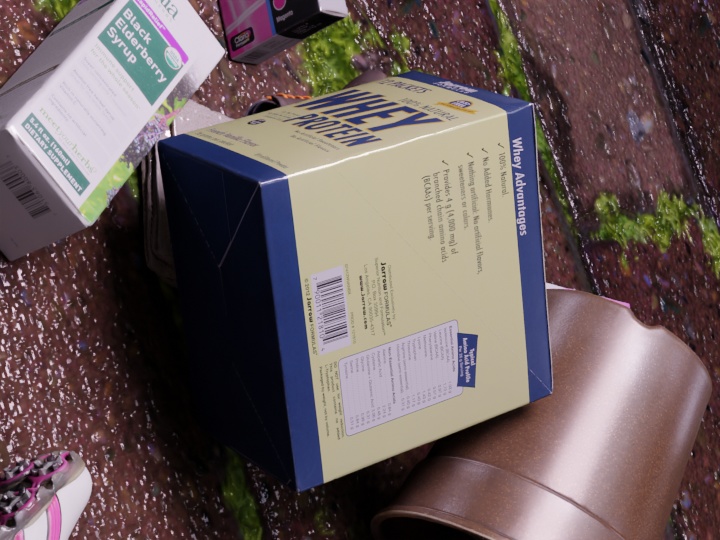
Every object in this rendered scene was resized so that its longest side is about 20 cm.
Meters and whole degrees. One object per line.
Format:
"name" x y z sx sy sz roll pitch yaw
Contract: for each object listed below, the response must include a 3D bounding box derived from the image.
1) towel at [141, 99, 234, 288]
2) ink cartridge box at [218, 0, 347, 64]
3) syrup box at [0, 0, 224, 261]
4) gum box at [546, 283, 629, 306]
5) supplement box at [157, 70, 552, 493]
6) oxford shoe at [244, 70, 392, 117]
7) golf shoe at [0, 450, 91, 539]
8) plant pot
"towel" -0.072 -0.038 1.315 0.199 0.034 0.134 17 61 -45
"ink cartridge box" -0.071 -0.260 1.371 0.037 0.094 0.202 4 70 -48
"syrup box" -0.172 -0.104 1.188 0.079 0.081 0.201 53 42 -20
"gum box" 0.141 0.075 1.488 0.199 0.066 0.115 13 62 -46
"supplement box" 0.000 0.000 1.197 0.198 0.134 0.202 -18 113 -29
"oxford shoe" -0.034 -0.100 1.310 0.073 0.071 0.200 54 39 -11
"golf shoe" -0.202 0.186 1.028 0.092 0.072 0.201 54 49 -24
"plant pot" 0.139 0.135 1.305 0.200 0.199 0.199 42 65 -29
